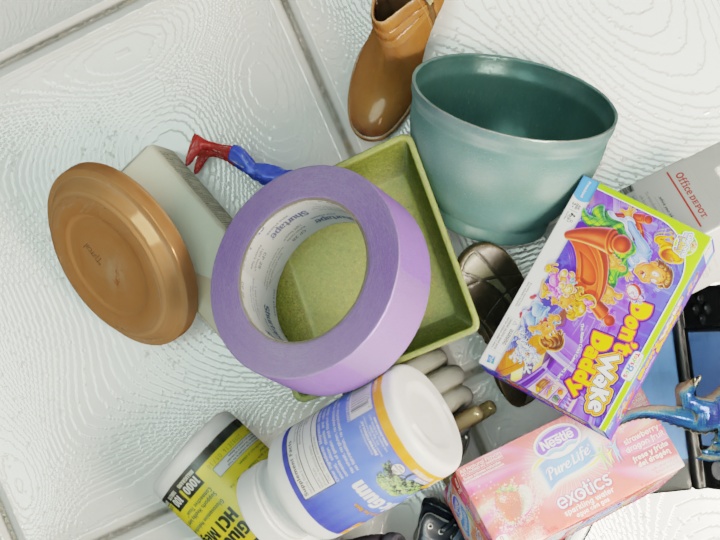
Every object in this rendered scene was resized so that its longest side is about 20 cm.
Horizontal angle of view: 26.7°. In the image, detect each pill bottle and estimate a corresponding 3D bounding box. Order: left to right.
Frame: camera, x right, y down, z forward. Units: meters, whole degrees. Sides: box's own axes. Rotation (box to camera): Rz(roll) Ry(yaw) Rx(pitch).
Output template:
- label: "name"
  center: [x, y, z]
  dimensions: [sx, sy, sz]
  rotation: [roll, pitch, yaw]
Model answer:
- label: "pill bottle"
  center: [-0.102, 0.247, 1.527]
  dimensions: [0.200, 0.112, 0.113]
  rotation: [42, 95, 5]
- label: "pill bottle"
  center: [-0.015, 0.180, 1.406]
  dimensions: [0.199, 0.112, 0.113]
  rotation: [-33, 86, 23]

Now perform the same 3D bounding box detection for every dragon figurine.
- label: "dragon figurine"
  center: [0.330, 0.140, 1.375]
  dimensions: [0.198, 0.059, 0.100]
  rotation: [-20, 81, -9]

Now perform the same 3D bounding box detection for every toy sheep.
- label: "toy sheep"
  center: [0.053, 0.135, 1.498]
  dimensions: [0.137, 0.138, 0.201]
  rotation: [-31, 76, 7]

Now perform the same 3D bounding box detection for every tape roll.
- label: "tape roll"
  center: [-0.038, 0.009, 1.384]
  dimensions: [0.199, 0.066, 0.202]
  rotation: [-10, 68, 26]

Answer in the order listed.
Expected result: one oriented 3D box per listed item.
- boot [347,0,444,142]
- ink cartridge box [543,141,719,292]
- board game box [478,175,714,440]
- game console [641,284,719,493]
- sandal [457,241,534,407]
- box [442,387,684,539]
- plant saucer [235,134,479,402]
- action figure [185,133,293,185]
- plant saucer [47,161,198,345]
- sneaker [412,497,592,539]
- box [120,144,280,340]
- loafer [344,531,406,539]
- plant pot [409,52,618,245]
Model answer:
- label: "boot"
  center: [0.029, -0.227, 1.485]
  dimensions: [0.073, 0.155, 0.202]
  rotation: [20, 93, 6]
- label: "ink cartridge box"
  center: [0.289, -0.030, 1.467]
  dimensions: [0.199, 0.116, 0.068]
  rotation: [-27, 128, 7]
- label: "board game box"
  center: [0.216, 0.033, 1.385]
  dimensions: [0.134, 0.045, 0.201]
  rotation: [27, 83, 22]
- label: "game console"
  center: [0.300, 0.121, 1.477]
  dimensions: [0.115, 0.176, 0.202]
  rotation: [-8, 90, -21]
- label: "sandal"
  center: [0.138, 0.048, 1.494]
  dimensions: [0.082, 0.055, 0.201]
  rotation: [-38, 123, -7]
- label: "box"
  center: [0.188, 0.196, 1.427]
  dimensions: [0.199, 0.103, 0.095]
  rotation: [-25, 74, -12]
- label: "plant saucer"
  center: [0.000, 0.000, 1.459]
  dimensions: [0.199, 0.048, 0.201]
  rotation: [-23, 79, 18]
- label: "action figure"
  center: [-0.083, -0.067, 1.547]
  dimensions: [0.198, 0.065, 0.100]
  rotation: [13, 86, 8]
- label: "plant saucer"
  center: [-0.244, -0.012, 1.518]
  dimensions: [0.199, 0.032, 0.202]
  rotation: [26, 134, 30]
- label: "sneaker"
  center: [0.139, 0.252, 1.513]
  dimensions: [0.146, 0.077, 0.203]
  rotation: [39, 98, 3]
- label: "box"
  center: [-0.165, -0.028, 1.544]
  dimensions: [0.078, 0.095, 0.200]
  rotation: [-42, 84, 6]
- label: "loafer"
  center: [0.027, 0.338, 1.511]
  dimensions: [0.062, 0.072, 0.201]
  rotation: [1, 124, 20]
- label: "plant pot"
  center: [0.136, -0.109, 1.468]
  dimensions: [0.199, 0.201, 0.135]
  rotation: [14, 118, 7]
